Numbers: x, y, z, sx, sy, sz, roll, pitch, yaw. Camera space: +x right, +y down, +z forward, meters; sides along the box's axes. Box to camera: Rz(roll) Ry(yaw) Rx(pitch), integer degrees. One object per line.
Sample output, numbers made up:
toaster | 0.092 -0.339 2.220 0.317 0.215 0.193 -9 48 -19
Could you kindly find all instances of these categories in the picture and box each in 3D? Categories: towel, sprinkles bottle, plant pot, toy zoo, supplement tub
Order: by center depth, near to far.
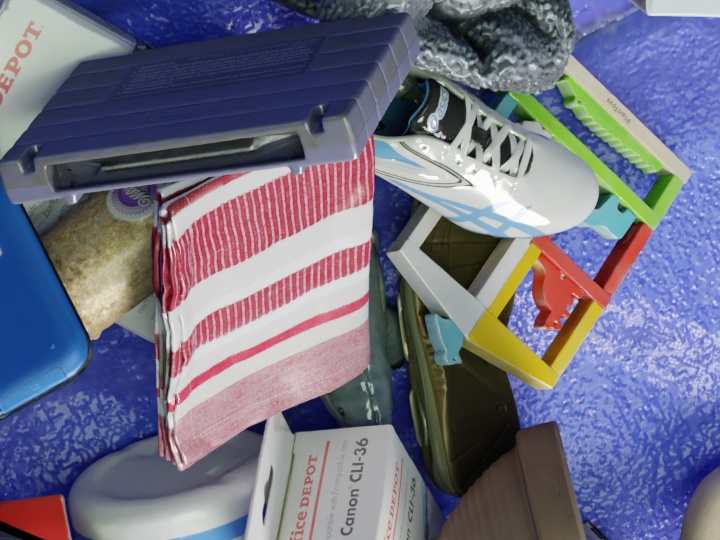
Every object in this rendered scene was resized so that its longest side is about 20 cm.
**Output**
towel | -0.049 0.009 1.563 0.144 0.023 0.201 -28 141 -27
sprinkles bottle | -0.111 -0.030 1.580 0.200 0.068 0.068 -37 109 -2
plant pot | 0.094 0.194 1.657 0.092 0.201 0.202 -13 107 3
supplement tub | -0.092 0.206 1.701 0.131 0.132 0.201 -15 107 -9
toy zoo | 0.101 -0.023 1.708 0.131 0.020 0.200 41 70 -19

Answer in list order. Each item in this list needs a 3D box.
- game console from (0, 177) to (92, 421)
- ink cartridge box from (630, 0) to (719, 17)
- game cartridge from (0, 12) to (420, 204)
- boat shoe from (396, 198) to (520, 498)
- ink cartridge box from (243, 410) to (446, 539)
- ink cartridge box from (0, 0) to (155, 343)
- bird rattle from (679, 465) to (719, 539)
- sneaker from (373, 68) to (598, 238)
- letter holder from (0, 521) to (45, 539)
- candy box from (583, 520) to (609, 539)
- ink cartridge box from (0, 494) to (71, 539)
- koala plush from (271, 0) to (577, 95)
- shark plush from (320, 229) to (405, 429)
game console | -0.248 0.012 1.572 0.170 0.118 0.201 -29 78 3
ink cartridge box | 0.235 -0.183 1.664 0.199 0.163 0.057 -2 109 -13
game cartridge | -0.077 -0.084 1.502 0.199 0.130 0.039 -6 113 22
boat shoe | 0.054 0.038 1.731 0.073 0.063 0.202 -12 97 -26
ink cartridge box | 0.001 0.171 1.674 0.067 0.117 0.200 -6 142 20
ink cartridge box | -0.150 -0.062 1.643 0.200 0.084 0.145 29 96 -18
bird rattle | 0.245 0.198 1.789 0.199 0.113 0.164 9 71 -24
sneaker | 0.052 -0.073 1.639 0.199 0.072 0.072 23 73 -18
letter holder | -0.227 0.209 1.549 0.100 0.200 0.143 20 88 17
candy box | 0.094 0.267 1.797 0.199 0.061 0.137 -28 108 -5
ink cartridge box | -0.253 0.231 1.679 0.199 0.045 0.177 -8 107 11
koala plush | 0.063 -0.215 1.621 0.183 0.177 0.201 16 99 -28
shark plush | 0.000 0.000 1.695 0.090 0.083 0.201 5 103 -14
